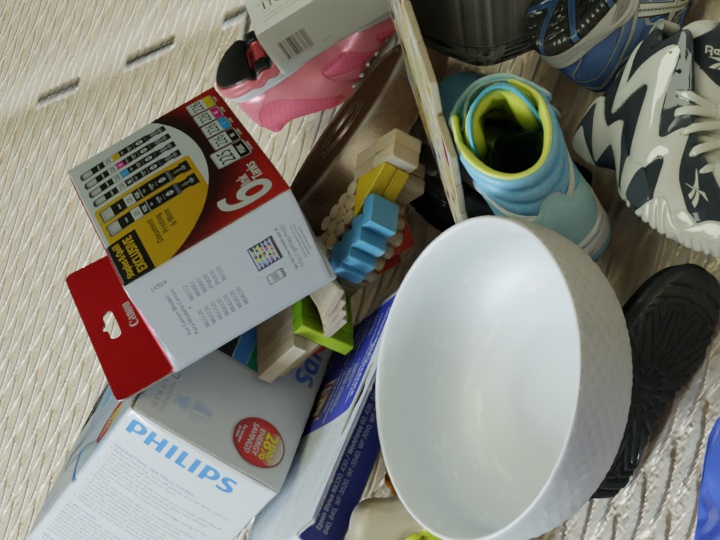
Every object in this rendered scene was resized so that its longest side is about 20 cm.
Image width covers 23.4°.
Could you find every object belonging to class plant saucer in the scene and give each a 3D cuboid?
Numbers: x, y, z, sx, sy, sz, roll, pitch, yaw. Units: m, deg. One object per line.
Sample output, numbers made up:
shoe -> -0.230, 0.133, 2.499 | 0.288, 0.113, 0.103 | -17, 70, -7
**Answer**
plant saucer -> -0.003, -0.101, 1.340 | 0.201, 0.034, 0.200 | -53, 10, 13

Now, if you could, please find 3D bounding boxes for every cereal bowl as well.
cereal bowl -> 0.097, 0.069, 1.071 | 0.199, 0.083, 0.202 | -14, 72, 53

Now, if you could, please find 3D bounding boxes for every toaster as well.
toaster -> 0.101, -0.229, 1.214 | 0.113, 0.199, 0.130 | 27, 135, 43

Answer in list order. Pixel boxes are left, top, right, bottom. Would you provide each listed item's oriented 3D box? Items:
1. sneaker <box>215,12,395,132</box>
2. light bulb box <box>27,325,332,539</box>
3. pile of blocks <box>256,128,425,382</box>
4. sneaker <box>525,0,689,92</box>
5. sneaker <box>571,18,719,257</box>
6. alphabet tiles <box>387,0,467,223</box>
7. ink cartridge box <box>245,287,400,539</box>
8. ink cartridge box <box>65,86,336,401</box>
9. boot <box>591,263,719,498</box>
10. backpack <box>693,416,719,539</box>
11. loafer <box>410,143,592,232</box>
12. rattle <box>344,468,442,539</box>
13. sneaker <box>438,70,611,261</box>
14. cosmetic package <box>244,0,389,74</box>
sneaker -> -0.020, -0.185, 1.454 | 0.199, 0.087, 0.074 | -27, 42, 12
light bulb box -> -0.130, 0.118, 1.317 | 0.200, 0.124, 0.199 | -50, 13, 41
pile of blocks -> 0.000, 0.000, 1.230 | 0.201, 0.062, 0.082 | -58, 30, 16
sneaker -> 0.199, -0.207, 1.183 | 0.200, 0.077, 0.076 | -44, 43, 3
sneaker -> 0.219, -0.093, 1.093 | 0.130, 0.079, 0.199 | -66, 26, 19
alphabet tiles -> 0.040, -0.128, 1.162 | 0.006, 0.167, 0.201 | -16, 60, 0
ink cartridge box -> -0.011, 0.117, 1.223 | 0.199, 0.047, 0.200 | -66, 12, -25
ink cartridge box -> -0.136, -0.023, 1.242 | 0.175, 0.084, 0.200 | -31, 32, -5
boot -> 0.134, 0.035, 1.162 | 0.166, 0.065, 0.200 | -60, 33, 9
backpack -> 0.247, 0.173, 0.874 | 0.168, 0.161, 0.202 | 16, 99, 62
loafer -> 0.095, -0.062, 1.256 | 0.199, 0.073, 0.072 | 23, 71, 46
rattle -> 0.033, 0.241, 1.184 | 0.143, 0.129, 0.202 | 10, 108, 64
sneaker -> 0.089, -0.099, 1.140 | 0.079, 0.131, 0.200 | -35, 46, 0
cosmetic package -> -0.005, -0.265, 1.413 | 0.199, 0.052, 0.151 | -30, 39, 9
